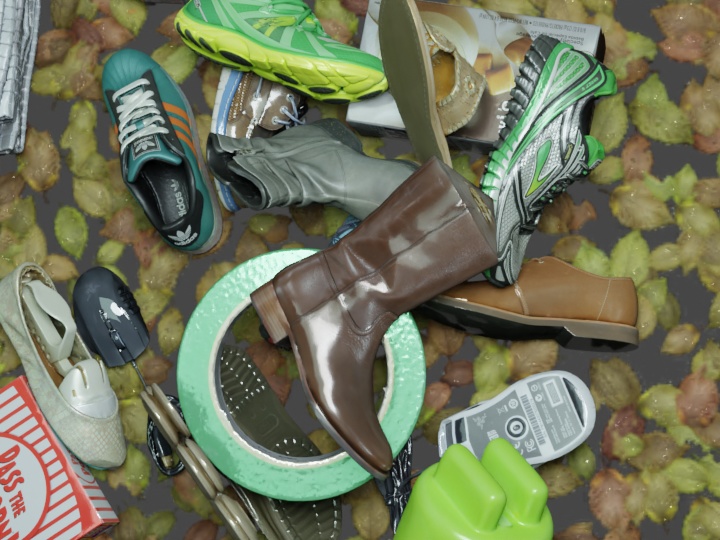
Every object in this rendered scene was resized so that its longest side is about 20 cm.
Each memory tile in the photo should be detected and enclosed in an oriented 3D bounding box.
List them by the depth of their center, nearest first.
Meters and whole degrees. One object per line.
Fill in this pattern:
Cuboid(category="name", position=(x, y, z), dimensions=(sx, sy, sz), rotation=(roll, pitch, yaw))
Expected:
Cuboid(category="memory tile", position=(-0.129, 0.160, 1.289), dimensions=(0.017, 0.200, 0.154), rotation=(-35, 87, -10))

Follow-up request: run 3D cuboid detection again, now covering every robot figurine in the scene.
Cuboid(category="robot figurine", position=(0.080, 0.231, 1.263), dimensions=(0.116, 0.175, 0.201), rotation=(46, 128, 41))

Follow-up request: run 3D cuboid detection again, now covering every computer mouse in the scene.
Cuboid(category="computer mouse", position=(0.105, 0.148, 1.334), dimensions=(0.199, 0.044, 0.110), rotation=(-24, 73, 12))
Cuboid(category="computer mouse", position=(-0.201, 0.087, 1.405), dimensions=(0.058, 0.034, 0.201), rotation=(-29, 78, 5))

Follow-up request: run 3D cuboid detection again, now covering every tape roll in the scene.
Cuboid(category="tape roll", position=(-0.047, 0.083, 1.289), dimensions=(0.199, 0.048, 0.202), rotation=(0, 88, -1))

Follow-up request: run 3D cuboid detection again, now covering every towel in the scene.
Cuboid(category="towel", position=(-0.382, -0.196, 1.460), dimensions=(0.164, 0.086, 0.201), rotation=(2, 80, 10))

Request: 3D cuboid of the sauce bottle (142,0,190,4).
Cuboid(category="sauce bottle", position=(-0.201, -0.279, 1.444), dimensions=(0.199, 0.066, 0.066), rotation=(25, 87, 15))

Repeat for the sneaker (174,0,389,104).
Cuboid(category="sneaker", position=(-0.063, -0.199, 1.334), dimensions=(0.199, 0.074, 0.084), rotation=(23, 80, 21))

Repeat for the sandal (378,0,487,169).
Cuboid(category="sandal", position=(0.069, -0.136, 1.289), dimensions=(0.069, 0.078, 0.213), rotation=(-20, 117, -20))

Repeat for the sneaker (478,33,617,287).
Cuboid(category="sneaker", position=(0.143, -0.080, 1.265), dimensions=(0.085, 0.078, 0.201), rotation=(20, 96, 11))

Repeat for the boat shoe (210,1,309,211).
Cuboid(category="boat shoe", position=(-0.084, -0.150, 1.397), dimensions=(0.072, 0.072, 0.201), rotation=(3, 82, 13))

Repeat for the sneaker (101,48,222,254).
Cuboid(category="sneaker", position=(-0.180, -0.113, 1.406), dimensions=(0.071, 0.080, 0.201), rotation=(-26, 77, 6))

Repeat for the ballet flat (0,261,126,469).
Cuboid(category="ballet flat", position=(-0.259, 0.081, 1.395), dimensions=(0.200, 0.067, 0.062), rotation=(55, 129, 14))

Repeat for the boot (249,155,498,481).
Cuboid(category="boot", position=(0.040, 0.035, 1.223), dimensions=(0.199, 0.064, 0.187), rotation=(-34, 86, 7))

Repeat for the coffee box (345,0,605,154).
Cuboid(category="coffee box", position=(0.100, -0.159, 1.360), dimensions=(0.199, 0.080, 0.115), rotation=(11, 86, 12))

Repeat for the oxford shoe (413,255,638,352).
Cuboid(category="oxford shoe", position=(0.133, 0.021, 1.324), dimensions=(0.199, 0.071, 0.072), rotation=(8, 77, -10))

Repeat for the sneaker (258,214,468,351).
Cuboid(category="sneaker", position=(0.000, 0.000, 1.369), dimensions=(0.199, 0.079, 0.096), rotation=(-24, 65, 0))

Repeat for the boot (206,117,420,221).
Cuboid(category="boot", position=(-0.033, -0.062, 1.296), dimensions=(0.200, 0.130, 0.068), rotation=(35, 127, 43))

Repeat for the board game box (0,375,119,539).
Cuboid(category="board game box", position=(-0.334, 0.210, 1.405), dimensions=(0.199, 0.046, 0.152), rotation=(-34, 77, 4))

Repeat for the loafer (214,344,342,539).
Cuboid(category="loafer", position=(-0.084, 0.158, 1.355), dimensions=(0.076, 0.067, 0.201), rotation=(-26, 88, -39))
